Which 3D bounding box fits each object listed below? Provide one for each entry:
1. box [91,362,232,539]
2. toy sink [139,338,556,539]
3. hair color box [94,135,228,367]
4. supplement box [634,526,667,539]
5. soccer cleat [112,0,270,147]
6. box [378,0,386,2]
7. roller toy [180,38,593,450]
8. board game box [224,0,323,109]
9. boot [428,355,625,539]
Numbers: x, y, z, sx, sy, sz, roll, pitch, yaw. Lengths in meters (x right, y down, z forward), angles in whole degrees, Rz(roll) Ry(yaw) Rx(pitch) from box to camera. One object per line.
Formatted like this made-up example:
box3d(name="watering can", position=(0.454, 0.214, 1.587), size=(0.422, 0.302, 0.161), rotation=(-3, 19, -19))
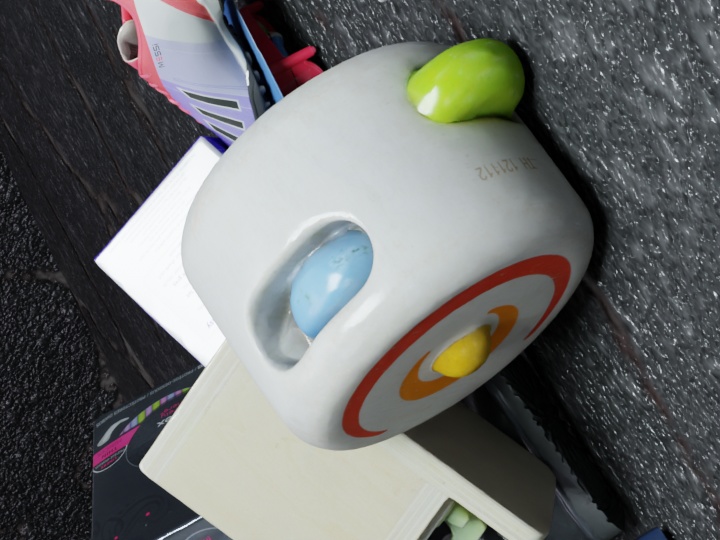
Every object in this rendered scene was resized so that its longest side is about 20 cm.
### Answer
box3d(name="box", position=(-0.107, 0.161, 1.484), size=(0.106, 0.122, 0.200), rotation=(58, -172, -25))
box3d(name="toy sink", position=(-0.005, 0.114, 1.206), size=(0.199, 0.112, 0.130), rotation=(35, -167, -1))
box3d(name="hair color box", position=(-0.059, 0.020, 1.400), size=(0.200, 0.109, 0.065), rotation=(43, -173, 5))
box3d(name="supplement box", position=(0.163, 0.287, 1.293), size=(0.201, 0.134, 0.200), rotation=(56, 168, 13))
box3d(name="soccer cleat", position=(-0.109, -0.133, 1.345), size=(0.068, 0.073, 0.201), rotation=(57, 174, 38))
box3d(name="box", position=(-0.029, -0.244, 1.050), size=(0.201, 0.036, 0.145), rotation=(55, 167, 16))
box3d(name="roller toy", position=(0.017, -0.005, 1.075), size=(0.140, 0.182, 0.200), rotation=(54, 167, 20))
box3d(name="board game box", position=(-0.048, -0.125, 1.415), size=(0.201, 0.039, 0.158), rotation=(63, 174, 10))
box3d(name="boot", position=(0.034, 0.142, 1.308), size=(0.166, 0.199, 0.066), rotation=(57, -163, 10))
